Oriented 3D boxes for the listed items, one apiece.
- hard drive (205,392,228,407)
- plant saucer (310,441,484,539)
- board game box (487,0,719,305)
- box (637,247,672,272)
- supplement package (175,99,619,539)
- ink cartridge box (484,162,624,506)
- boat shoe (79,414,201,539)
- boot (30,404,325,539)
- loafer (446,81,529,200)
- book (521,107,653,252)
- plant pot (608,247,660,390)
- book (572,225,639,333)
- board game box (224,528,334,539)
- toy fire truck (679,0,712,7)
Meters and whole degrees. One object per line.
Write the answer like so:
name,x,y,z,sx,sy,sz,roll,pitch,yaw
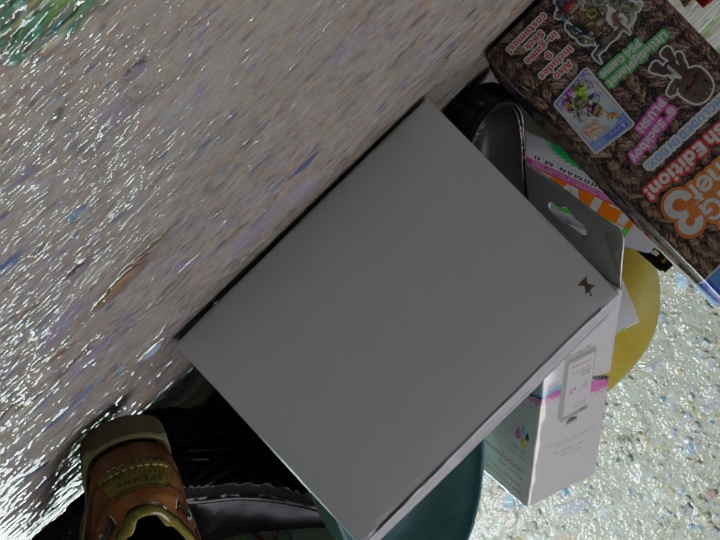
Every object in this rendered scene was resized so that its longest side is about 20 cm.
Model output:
hard drive,-0.084,0.099,1.658,0.200,0.033,0.140,-45,175,11
plant saucer,0.015,0.105,1.425,0.036,0.201,0.200,-7,-163,33
board game box,0.181,-0.083,1.341,0.097,0.200,0.159,-44,174,4
box,0.202,-0.085,1.674,0.049,0.160,0.200,-50,177,-13
supplement package,0.023,0.032,1.278,0.200,0.156,0.111,-44,173,-1
ink cartridge box,0.108,0.040,1.495,0.067,0.116,0.201,-20,131,-32
boat shoe,-0.129,0.167,1.325,0.072,0.068,0.200,-18,146,-6
boot,-0.102,0.159,1.455,0.210,0.080,0.158,9,134,-35
loafer,0.082,-0.017,1.383,0.073,0.072,0.201,-18,125,-31
book,0.160,-0.069,1.549,0.048,0.133,0.200,-63,175,-8
plant pot,0.127,0.043,1.781,0.200,0.200,0.142,-47,-177,30
book,0.100,0.022,1.659,0.199,0.134,0.048,-25,177,-29
board game box,-0.053,0.188,1.527,0.134,0.034,0.200,-28,-144,-4
toy fire truck,0.269,-0.235,1.631,0.141,0.049,0.200,-42,175,-11
